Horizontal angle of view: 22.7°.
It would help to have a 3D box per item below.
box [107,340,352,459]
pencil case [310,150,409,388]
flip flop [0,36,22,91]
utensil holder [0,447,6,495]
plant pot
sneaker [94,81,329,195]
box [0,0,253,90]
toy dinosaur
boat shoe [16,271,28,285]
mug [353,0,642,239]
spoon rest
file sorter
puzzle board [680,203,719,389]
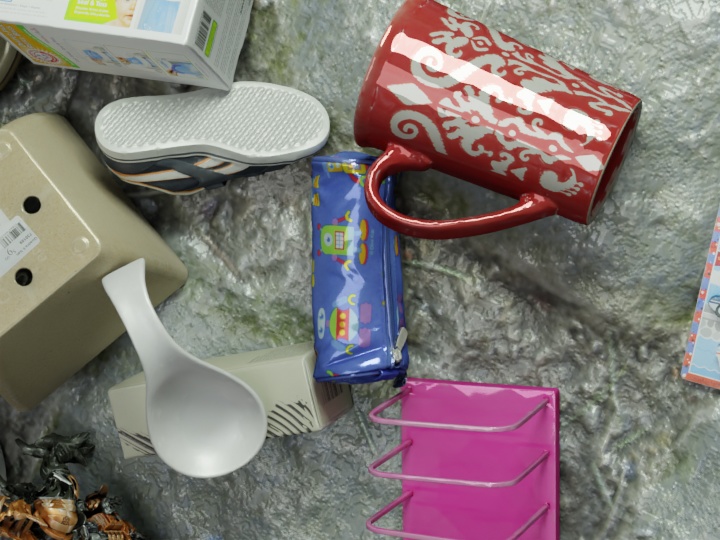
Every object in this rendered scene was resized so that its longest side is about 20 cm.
[{"bbox_3d":[-0.115,0.113,1.583,0.199,0.082,0.069,-11,97,25],"label":"box"},{"bbox_3d":[0.000,0.000,1.500,0.087,0.078,0.201,-2,90,39],"label":"pencil case"},{"bbox_3d":[-0.378,-0.157,1.641,0.200,0.057,0.081,-49,57,20],"label":"flip flop"},{"bbox_3d":[-0.460,0.206,1.696,0.200,0.170,0.170,-27,89,21],"label":"utensil holder"},{"bbox_3d":[-0.295,-0.018,1.543,0.200,0.177,0.200,-39,83,-2],"label":"plant pot"},{"bbox_3d":[-0.125,-0.113,1.554,0.199,0.079,0.079,0,64,0],"label":"sneaker"},{"bbox_3d":[-0.203,-0.233,1.525,0.199,0.101,0.113,9,76,20],"label":"box"},{"bbox_3d":[-0.275,0.218,1.632,0.102,0.136,0.200,-38,127,9],"label":"toy dinosaur"},{"bbox_3d":[-0.353,0.015,1.673,0.086,0.075,0.203,-7,87,19],"label":"boat shoe"},{"bbox_3d":[0.104,-0.104,1.431,0.199,0.133,0.178,23,104,12],"label":"mug"},{"bbox_3d":[-0.151,0.089,1.491,0.099,0.061,0.200,-28,110,4],"label":"spoon rest"},{"bbox_3d":[0.082,0.204,1.494,0.138,0.125,0.201,3,101,22],"label":"file sorter"},{"bbox_3d":[0.363,0.041,1.410,0.199,0.017,0.151,15,105,20],"label":"puzzle board"}]
